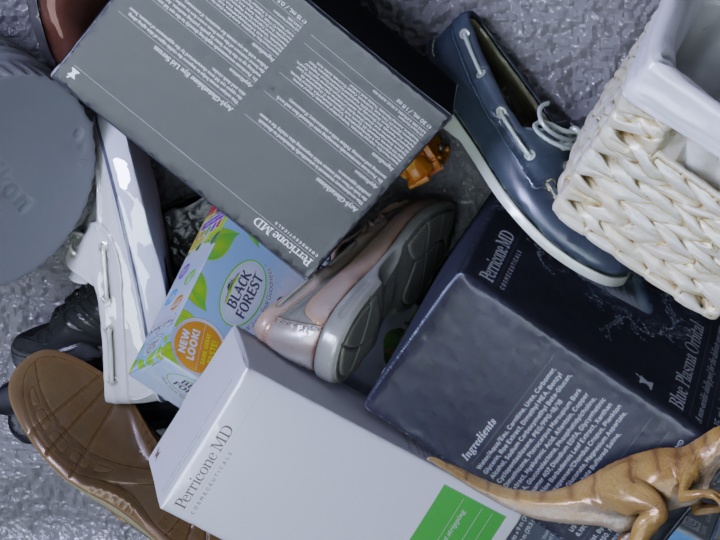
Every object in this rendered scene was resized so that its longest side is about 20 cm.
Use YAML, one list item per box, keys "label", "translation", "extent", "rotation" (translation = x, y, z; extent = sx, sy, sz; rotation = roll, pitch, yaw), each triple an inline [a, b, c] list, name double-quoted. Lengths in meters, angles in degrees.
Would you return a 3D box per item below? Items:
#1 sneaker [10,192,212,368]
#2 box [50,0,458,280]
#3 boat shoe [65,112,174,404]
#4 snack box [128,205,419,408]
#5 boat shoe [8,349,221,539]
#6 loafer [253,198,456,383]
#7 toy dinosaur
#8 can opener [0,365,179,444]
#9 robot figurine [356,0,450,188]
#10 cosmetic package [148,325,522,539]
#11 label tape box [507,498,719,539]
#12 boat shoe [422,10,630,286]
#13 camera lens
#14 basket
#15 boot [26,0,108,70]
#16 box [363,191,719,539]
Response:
- label: "sneaker"
  translation: [-0.162, 0.002, 1.530]
  extent: [0.200, 0.060, 0.104]
  rotation: [-12, 105, 19]
- label: "box"
  translation: [-0.062, -0.115, 1.341]
  extent: [0.200, 0.079, 0.141]
  rotation: [39, 108, -9]
- label: "boat shoe"
  translation: [-0.160, -0.008, 1.457]
  extent: [0.066, 0.072, 0.200]
  rotation: [-10, 105, 3]
- label: "snack box"
  translation: [-0.034, 0.059, 1.446]
  extent: [0.200, 0.142, 0.053]
  rotation: [35, 147, -18]
- label: "boat shoe"
  translation: [-0.158, 0.135, 1.507]
  extent: [0.200, 0.072, 0.072]
  rotation: [38, 73, 7]
- label: "loafer"
  translation: [0.000, 0.000, 1.408]
  extent: [0.063, 0.200, 0.072]
  rotation: [20, 123, 16]
- label: "toy dinosaur"
  translation: [0.152, 0.135, 1.293]
  extent: [0.200, 0.060, 0.106]
  rotation: [-16, 84, 13]
- label: "can opener"
  translation: [-0.159, 0.091, 1.566]
  extent: [0.200, 0.079, 0.063]
  rotation: [-5, 104, 7]
- label: "robot figurine"
  translation: [-0.037, -0.128, 1.435]
  extent: [0.145, 0.058, 0.200]
  rotation: [-31, 103, 22]
- label: "cosmetic package"
  translation: [-0.017, 0.132, 1.361]
  extent: [0.200, 0.085, 0.108]
  rotation: [27, 101, -18]
- label: "label tape box"
  translation: [0.127, 0.182, 1.528]
  extent: [0.200, 0.066, 0.143]
  rotation: [28, 118, 8]
- label: "boat shoe"
  translation: [0.111, -0.077, 1.388]
  extent: [0.062, 0.075, 0.200]
  rotation: [-47, 66, 23]
- label: "camera lens"
  translation: [-0.288, -0.090, 1.429]
  extent: [0.200, 0.160, 0.160]
  rotation: [28, 124, 39]
- label: "basket"
  translation: [0.206, -0.083, 1.315]
  extent: [0.136, 0.200, 0.123]
  rotation: [34, 122, -2]
- label: "boot"
  translation: [-0.103, -0.207, 1.391]
  extent: [0.200, 0.068, 0.188]
  rotation: [7, 85, 17]
- label: "box"
  translation: [0.132, 0.059, 1.396]
  extent: [0.200, 0.197, 0.117]
  rotation: [33, 117, -1]
